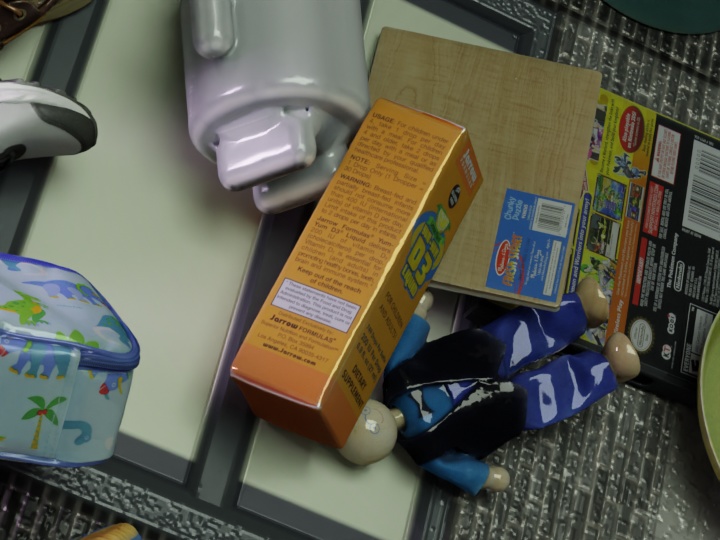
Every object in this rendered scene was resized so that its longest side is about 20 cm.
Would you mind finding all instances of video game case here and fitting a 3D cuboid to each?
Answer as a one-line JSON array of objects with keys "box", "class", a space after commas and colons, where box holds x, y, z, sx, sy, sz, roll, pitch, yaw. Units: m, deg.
[{"box": [0.166, -0.026, 1.615, 0.180, 0.026, 0.201, 22, 59, -16], "class": "video game case"}]

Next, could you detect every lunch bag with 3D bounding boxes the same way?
[{"box": [-0.229, 0.035, 1.308, 0.199, 0.161, 0.083, 11, 104, -22], "class": "lunch bag"}]

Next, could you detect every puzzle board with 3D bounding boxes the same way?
[{"box": [0.067, -0.065, 1.557, 0.150, 0.017, 0.201, 12, 53, 2], "class": "puzzle board"}]

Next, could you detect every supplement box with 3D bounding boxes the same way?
[{"box": [0.000, 0.000, 1.450, 0.069, 0.067, 0.201, 18, 69, 22], "class": "supplement box"}]

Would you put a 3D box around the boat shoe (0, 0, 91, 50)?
[{"box": [-0.223, -0.167, 1.460, 0.200, 0.072, 0.072, -32, 82, -35], "class": "boat shoe"}]

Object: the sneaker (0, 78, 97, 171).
[{"box": [-0.248, -0.065, 1.403, 0.199, 0.074, 0.080, -7, 77, -23], "class": "sneaker"}]

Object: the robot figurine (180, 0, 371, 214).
[{"box": [-0.054, -0.139, 1.506, 0.170, 0.112, 0.201, 38, 41, -55], "class": "robot figurine"}]

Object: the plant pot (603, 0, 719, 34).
[{"box": [0.247, -0.292, 1.711, 0.200, 0.161, 0.201, 12, 61, -22], "class": "plant pot"}]

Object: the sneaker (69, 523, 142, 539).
[{"box": [-0.182, 0.217, 1.294, 0.200, 0.075, 0.088, -39, 97, -29], "class": "sneaker"}]

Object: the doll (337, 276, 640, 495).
[{"box": [0.068, 0.068, 1.496, 0.199, 0.048, 0.137, -23, 79, -24], "class": "doll"}]

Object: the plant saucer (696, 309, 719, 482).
[{"box": [0.290, 0.103, 1.594, 0.199, 0.031, 0.201, 14, 63, -29], "class": "plant saucer"}]
